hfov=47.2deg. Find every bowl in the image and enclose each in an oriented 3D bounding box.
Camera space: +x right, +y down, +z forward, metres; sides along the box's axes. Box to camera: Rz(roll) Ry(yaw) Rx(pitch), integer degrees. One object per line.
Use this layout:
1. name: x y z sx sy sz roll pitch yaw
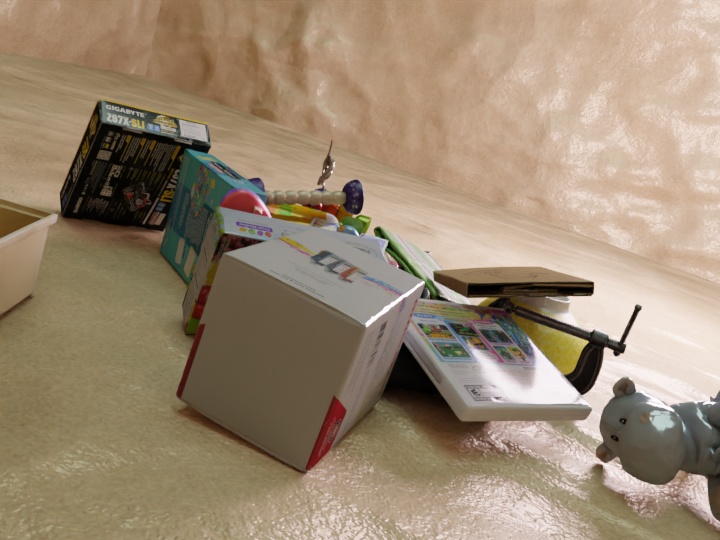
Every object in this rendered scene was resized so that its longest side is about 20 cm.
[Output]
1. bowl: 0.248 0.080 1.185 0.197 0.109 0.200 16 13 -4

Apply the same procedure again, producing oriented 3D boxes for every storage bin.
1. storage bin: -0.423 -0.019 0.771 0.196 0.095 0.200 17 14 -4

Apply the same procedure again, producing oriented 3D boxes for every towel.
1. towel: 0.099 0.010 1.242 0.150 0.031 0.199 50 13 26

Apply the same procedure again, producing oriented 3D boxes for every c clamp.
1. c clamp: 0.239 0.084 1.049 0.197 0.173 0.027 15 36 16

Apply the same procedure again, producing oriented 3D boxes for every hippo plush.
1. hippo plush: 0.345 0.160 0.878 0.159 0.161 0.200 17 14 -3

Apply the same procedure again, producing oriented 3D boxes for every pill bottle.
1. pill bottle: -0.096 -0.040 1.219 0.197 0.113 0.111 15 14 -11

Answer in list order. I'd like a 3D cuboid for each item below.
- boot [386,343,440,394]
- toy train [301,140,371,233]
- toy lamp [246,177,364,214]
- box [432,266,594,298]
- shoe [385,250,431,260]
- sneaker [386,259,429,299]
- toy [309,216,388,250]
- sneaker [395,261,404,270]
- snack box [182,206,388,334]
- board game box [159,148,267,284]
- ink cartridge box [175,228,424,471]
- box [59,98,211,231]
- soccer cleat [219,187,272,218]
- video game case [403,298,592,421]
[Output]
1. boot: 0.077 0.090 0.992 0.166 0.077 0.201 18 19 -14
2. toy train: -0.032 -0.093 1.329 0.114 0.202 0.085 23 14 9
3. toy lamp: -0.093 -0.102 1.156 0.197 0.059 0.058 -4 21 -25
4. box: 0.192 0.014 1.081 0.161 0.022 0.200 -1 6 -6
5. shoe: 0.041 -0.022 1.441 0.198 0.054 0.070 10 15 -30
6. sneaker: 0.000 0.000 1.015 0.199 0.082 0.071 34 35 -26
7. toy: -0.039 -0.005 1.095 0.114 0.048 0.201 18 43 6
8. sneaker: 0.063 0.051 1.185 0.095 0.079 0.200 37 13 -7
9. snack box: -0.086 0.017 0.928 0.197 0.143 0.053 11 35 -25
10. board game box: -0.198 -0.059 1.083 0.046 0.153 0.200 8 17 -34
11. ink cartridge box: -0.047 0.062 0.780 0.143 0.147 0.200 25 16 14
12. box: -0.325 -0.142 1.176 0.158 0.200 0.050 6 51 -34
13. soccer cleat: -0.122 -0.027 0.971 0.066 0.201 0.077 -20 45 0
14. video game case: 0.139 0.098 0.918 0.198 0.024 0.182 8 31 -37
